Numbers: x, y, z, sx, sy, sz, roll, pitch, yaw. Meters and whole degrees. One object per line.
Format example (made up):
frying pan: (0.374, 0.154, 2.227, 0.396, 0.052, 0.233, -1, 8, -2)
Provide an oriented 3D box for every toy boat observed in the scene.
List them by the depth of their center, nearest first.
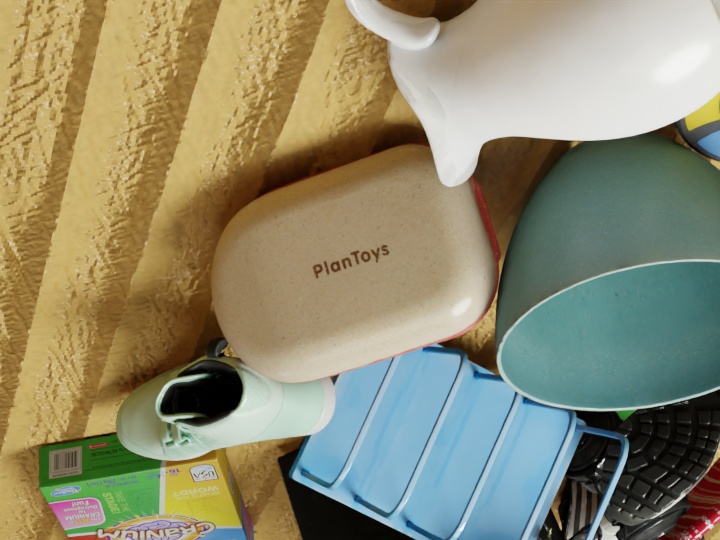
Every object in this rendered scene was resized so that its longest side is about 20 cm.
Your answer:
toy boat: (0.000, 0.000, 0.974, 0.198, 0.132, 0.131, -18, 171, 12)

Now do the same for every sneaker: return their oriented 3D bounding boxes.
sneaker: (-0.130, 0.093, 1.046, 0.199, 0.075, 0.118, -12, 163, 33)
sneaker: (0.258, 0.123, 1.123, 0.075, 0.201, 0.088, 26, 160, 28)
sneaker: (0.255, 0.240, 1.373, 0.114, 0.076, 0.201, -17, 135, 25)

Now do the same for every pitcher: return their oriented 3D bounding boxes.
pitcher: (0.101, -0.142, 0.796, 0.198, 0.122, 0.172, -16, 135, 33)

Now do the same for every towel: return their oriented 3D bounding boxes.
towel: (0.269, 0.217, 1.221, 0.200, 0.023, 0.145, -41, 175, -2)

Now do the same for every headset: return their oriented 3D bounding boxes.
headset: (0.202, 0.177, 1.170, 0.094, 0.200, 0.124, -40, 92, 29)

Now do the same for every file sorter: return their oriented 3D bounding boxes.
file sorter: (0.074, 0.136, 1.045, 0.198, 0.140, 0.123, 28, 173, -12)

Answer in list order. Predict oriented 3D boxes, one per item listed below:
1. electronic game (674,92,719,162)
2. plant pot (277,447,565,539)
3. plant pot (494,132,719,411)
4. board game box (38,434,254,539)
electronic game: (0.292, -0.126, 0.895, 0.197, 0.042, 0.201, -8, 149, -4)
plant pot: (0.072, 0.233, 1.225, 0.176, 0.201, 0.200, -31, 139, 10)
plant pot: (0.180, -0.011, 0.953, 0.197, 0.136, 0.201, -4, 149, -3)
board game box: (-0.181, 0.208, 1.253, 0.151, 0.041, 0.201, -9, 143, 1)
